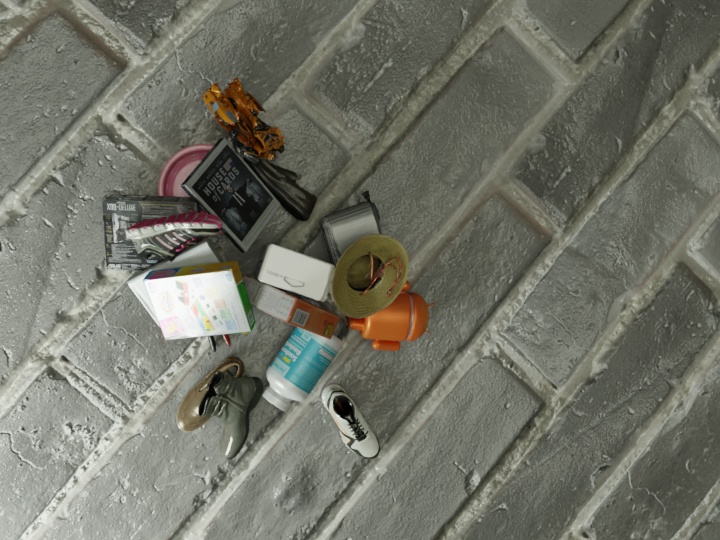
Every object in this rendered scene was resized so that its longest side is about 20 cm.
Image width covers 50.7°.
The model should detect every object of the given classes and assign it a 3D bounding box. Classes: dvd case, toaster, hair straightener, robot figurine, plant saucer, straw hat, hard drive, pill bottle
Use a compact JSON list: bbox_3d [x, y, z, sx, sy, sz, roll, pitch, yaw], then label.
[{"bbox_3d":[-0.273,-0.160,1.626,0.200,0.025,0.151,51,56,-30],"label":"dvd case"},{"bbox_3d":[-0.013,-0.070,1.714,0.129,0.114,0.201,-18,100,-8],"label":"toaster"},{"bbox_3d":[-0.358,0.091,1.677,0.077,0.041,0.201,-23,103,-3],"label":"hair straightener"},{"bbox_3d":[-0.246,-0.322,1.652,0.200,0.058,0.145,50,39,3],"label":"robot figurine"},{"bbox_3d":[-0.343,-0.175,1.675,0.200,0.051,0.202,0,90,-12],"label":"plant saucer"},{"bbox_3d":[0.000,0.000,1.627,0.200,0.085,0.202,-16,120,-31],"label":"straw hat"},{"bbox_3d":[-0.378,0.030,1.625,0.199,0.026,0.132,-25,115,10],"label":"hard drive"},{"bbox_3d":[-0.136,0.212,1.695,0.111,0.111,0.200,36,83,-10],"label":"pill bottle"},{"bbox_3d":[0.069,0.104,1.735,0.199,0.117,0.145,4,69,-11],"label":"robot figurine"}]

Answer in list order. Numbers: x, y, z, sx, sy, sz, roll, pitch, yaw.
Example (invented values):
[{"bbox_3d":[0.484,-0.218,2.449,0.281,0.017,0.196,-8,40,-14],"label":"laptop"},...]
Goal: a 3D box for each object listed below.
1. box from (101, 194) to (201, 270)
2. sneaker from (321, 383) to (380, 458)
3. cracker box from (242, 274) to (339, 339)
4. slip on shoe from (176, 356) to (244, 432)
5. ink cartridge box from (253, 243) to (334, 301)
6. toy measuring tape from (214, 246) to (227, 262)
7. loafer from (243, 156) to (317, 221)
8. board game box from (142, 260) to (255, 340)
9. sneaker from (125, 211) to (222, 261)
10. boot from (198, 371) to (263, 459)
[{"bbox_3d":[-0.443,-0.078,1.618,0.199,0.050,0.158,1,110,-3],"label":"box"},{"bbox_3d":[-0.021,0.355,1.740,0.074,0.080,0.200,-37,99,-10],"label":"sneaker"},{"bbox_3d":[-0.159,0.077,1.625,0.134,0.200,0.058,27,86,-43],"label":"cracker box"},{"bbox_3d":[-0.332,0.275,1.681,0.200,0.061,0.076,-45,99,-8],"label":"slip on shoe"},{"bbox_3d":[-0.146,0.002,1.643,0.145,0.200,0.085,19,88,-12],"label":"ink cartridge box"},{"bbox_3d":[-0.296,0.050,1.683,0.073,0.074,0.201,-23,91,-10],"label":"toy measuring tape"},{"bbox_3d":[-0.178,-0.198,1.706,0.200,0.073,0.071,44,71,-12],"label":"loafer"},{"bbox_3d":[-0.336,0.065,1.589,0.199,0.040,0.154,-6,117,12],"label":"board game box"},{"bbox_3d":[-0.377,-0.065,1.564,0.199,0.074,0.088,-8,112,4],"label":"sneaker"},{"bbox_3d":[-0.301,0.312,1.649,0.130,0.068,0.201,14,100,-45],"label":"boot"}]
